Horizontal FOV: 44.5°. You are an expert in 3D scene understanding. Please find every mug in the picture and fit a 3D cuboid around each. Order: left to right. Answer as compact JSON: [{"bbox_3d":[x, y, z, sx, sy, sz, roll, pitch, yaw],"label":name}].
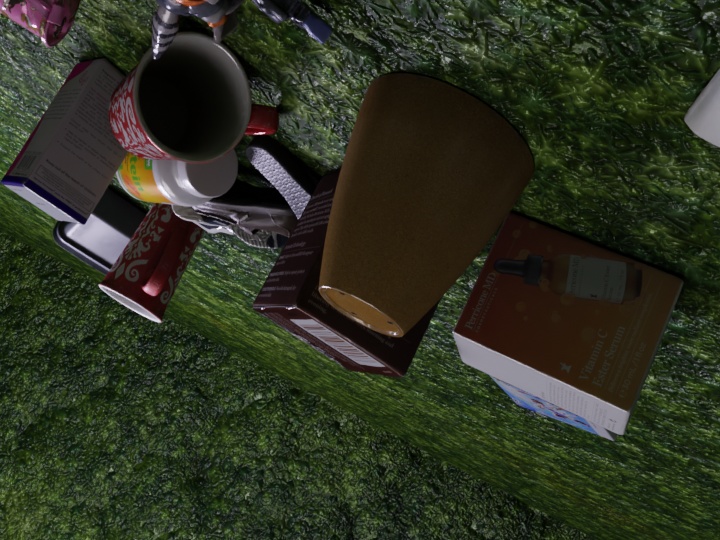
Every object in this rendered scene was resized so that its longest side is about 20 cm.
[{"bbox_3d":[-0.372,-0.019,1.662,0.175,0.203,0.134,16,161,37],"label":"mug"},{"bbox_3d":[-0.205,-0.176,1.026,0.176,0.135,0.199,38,166,-25],"label":"mug"}]

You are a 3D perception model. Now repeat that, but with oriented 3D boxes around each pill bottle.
[{"bbox_3d":[-0.256,-0.148,1.232,0.111,0.113,0.198,39,162,-36],"label":"pill bottle"}]

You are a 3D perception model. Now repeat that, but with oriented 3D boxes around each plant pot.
[{"bbox_3d":[0.045,-0.047,0.845,0.183,0.203,0.187,25,166,7],"label":"plant pot"}]

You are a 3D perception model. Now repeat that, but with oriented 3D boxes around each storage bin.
[{"bbox_3d":[-0.537,-0.095,1.914,0.199,0.148,0.133,37,136,-27],"label":"storage bin"}]

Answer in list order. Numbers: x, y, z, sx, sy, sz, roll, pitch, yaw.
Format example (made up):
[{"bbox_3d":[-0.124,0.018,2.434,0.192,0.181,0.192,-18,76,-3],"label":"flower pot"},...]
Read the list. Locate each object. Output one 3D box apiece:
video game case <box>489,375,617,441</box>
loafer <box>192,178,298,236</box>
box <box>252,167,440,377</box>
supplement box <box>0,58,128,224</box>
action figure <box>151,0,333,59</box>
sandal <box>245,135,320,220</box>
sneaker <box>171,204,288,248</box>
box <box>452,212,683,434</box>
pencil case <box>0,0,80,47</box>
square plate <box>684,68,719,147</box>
[{"bbox_3d":[0.312,0.198,1.446,0.197,0.046,0.181,16,159,41],"label":"video game case"},{"bbox_3d":[-0.169,-0.083,1.282,0.196,0.073,0.073,12,125,27],"label":"loafer"},{"bbox_3d":[0.000,0.000,1.073,0.164,0.203,0.163,33,164,-19],"label":"box"},{"bbox_3d":[-0.384,-0.177,1.204,0.103,0.203,0.100,37,163,-36],"label":"supplement box"},{"bbox_3d":[-0.130,-0.231,0.764,0.198,0.106,0.193,35,173,-16],"label":"action figure"},{"bbox_3d":[-0.071,-0.109,1.181,0.075,0.043,0.201,1,139,46],"label":"sandal"},{"bbox_3d":[-0.200,-0.090,1.407,0.194,0.082,0.130,10,-175,-6],"label":"sneaker"},{"bbox_3d":[0.220,0.056,0.947,0.196,0.155,0.107,22,165,20],"label":"box"},{"bbox_3d":[-0.410,-0.332,0.983,0.197,0.087,0.083,30,134,-6],"label":"pencil case"},{"bbox_3d":[0.317,-0.091,0.538,0.195,0.029,0.201,27,165,9],"label":"square plate"}]
